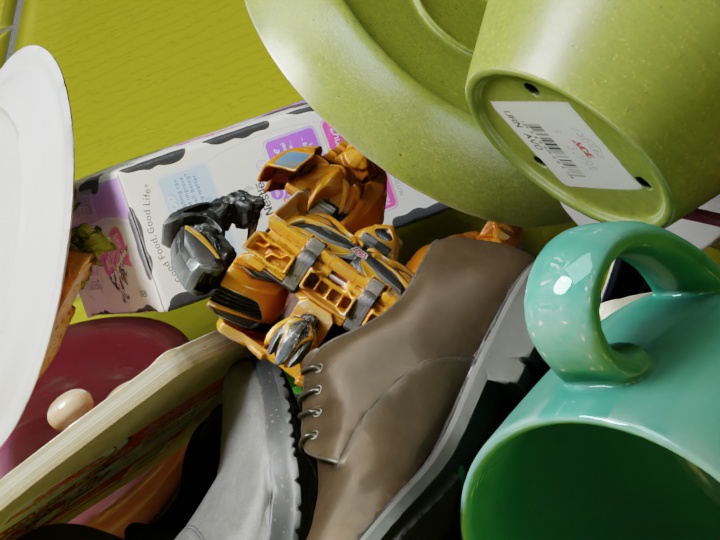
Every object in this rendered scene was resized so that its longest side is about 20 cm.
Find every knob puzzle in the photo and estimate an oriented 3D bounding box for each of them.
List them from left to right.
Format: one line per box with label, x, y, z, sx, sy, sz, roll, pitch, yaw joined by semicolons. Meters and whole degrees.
knob puzzle;-0.111;0.067;1.190;0.220;0.030;0.220;-36;-7;-5

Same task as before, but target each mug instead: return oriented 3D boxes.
mug;0.129;0.070;1.017;0.152;0.185;0.114;29;48;20

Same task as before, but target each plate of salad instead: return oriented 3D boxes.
plate of salad;-0.162;-0.007;1.383;0.048;0.200;0.200;8;13;-24

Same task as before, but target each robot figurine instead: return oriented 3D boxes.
robot figurine;0.000;0.000;1.187;0.058;0.145;0.200;-58;-4;18

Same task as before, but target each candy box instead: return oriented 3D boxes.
candy box;-0.037;-0.042;1.418;0.200;0.072;0.168;-20;5;-18

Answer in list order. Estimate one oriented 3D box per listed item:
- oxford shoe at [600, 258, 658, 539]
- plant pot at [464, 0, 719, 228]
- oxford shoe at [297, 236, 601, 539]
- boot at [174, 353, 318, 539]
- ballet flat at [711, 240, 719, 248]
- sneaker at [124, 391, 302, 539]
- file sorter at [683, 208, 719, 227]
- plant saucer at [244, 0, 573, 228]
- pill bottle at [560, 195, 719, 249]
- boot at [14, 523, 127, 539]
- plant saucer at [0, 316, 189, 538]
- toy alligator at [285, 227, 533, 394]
oxford shoe;0.106;0.056;1.185;0.071;0.074;0.200;-27;20;26
plant pot;0.133;-0.118;1.102;0.187;0.187;0.200;11;59;53
oxford shoe;0.007;0.072;1.058;0.084;0.073;0.200;21;61;23
boot;-0.077;0.117;1.116;0.132;0.070;0.200;-14;41;6
ballet flat;0.229;-0.071;1.348;0.200;0.068;0.075;-28;-1;1
sneaker;-0.024;0.081;1.263;0.071;0.083;0.200;5;39;49
file sorter;0.232;-0.019;1.140;0.200;0.139;0.125;-36;24;-18
plant saucer;0.039;-0.104;1.289;0.031;0.200;0.200;-49;10;33
pill bottle;0.149;-0.094;1.255;0.111;0.111;0.200;-11;30;31
boot;-0.063;0.168;1.162;0.200;0.075;0.074;21;47;39
plant saucer;-0.161;0.099;1.405;0.200;0.051;0.201;-21;25;10
toy alligator;0.021;0.018;1.389;0.200;0.059;0.054;-31;-20;-25
